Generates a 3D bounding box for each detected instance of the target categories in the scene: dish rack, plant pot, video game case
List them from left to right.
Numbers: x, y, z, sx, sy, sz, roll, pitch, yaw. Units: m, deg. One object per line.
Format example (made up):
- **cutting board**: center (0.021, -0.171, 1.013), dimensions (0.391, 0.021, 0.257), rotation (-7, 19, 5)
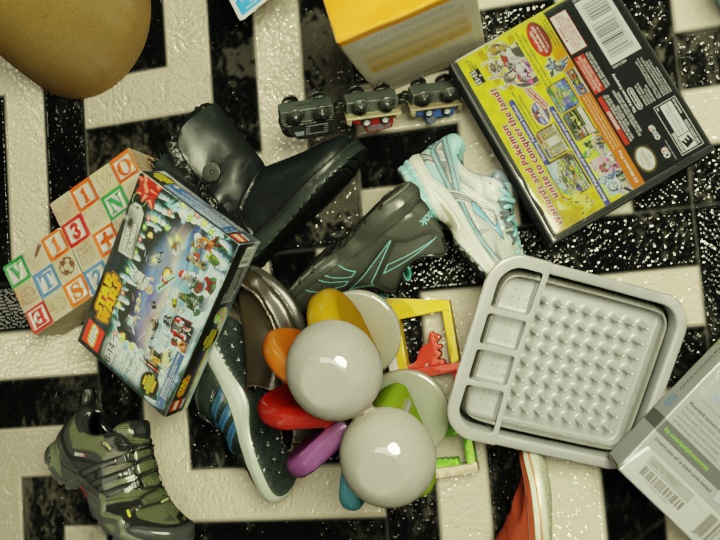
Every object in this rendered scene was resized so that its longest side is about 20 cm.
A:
- **plant pot**: center (-0.353, -0.301, 0.819), dimensions (0.182, 0.200, 0.191), rotation (-1, 88, 14)
- **dish rack**: center (0.184, 0.082, 0.708), dimensions (0.195, 0.044, 0.176), rotation (14, 101, -9)
- **video game case**: center (0.209, -0.155, 0.743), dimensions (0.178, 0.026, 0.203), rotation (-29, 81, -2)

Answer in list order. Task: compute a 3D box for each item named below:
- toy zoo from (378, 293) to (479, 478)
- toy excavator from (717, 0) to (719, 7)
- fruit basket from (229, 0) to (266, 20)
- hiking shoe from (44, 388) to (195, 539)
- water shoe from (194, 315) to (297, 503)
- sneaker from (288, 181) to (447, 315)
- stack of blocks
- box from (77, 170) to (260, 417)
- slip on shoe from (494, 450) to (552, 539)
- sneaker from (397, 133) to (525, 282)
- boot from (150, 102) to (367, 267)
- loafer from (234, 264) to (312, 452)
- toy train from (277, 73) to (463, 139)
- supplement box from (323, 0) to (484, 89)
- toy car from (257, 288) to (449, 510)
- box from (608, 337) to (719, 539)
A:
- **toy zoo**: center (0.042, 0.111, 0.791), dimensions (0.128, 0.020, 0.205), rotation (-10, 85, 13)
- **toy excavator**: center (0.347, -0.299, 0.707), dimensions (0.195, 0.100, 0.200), rotation (2, 86, 23)
- **fruit basket**: center (-0.093, -0.385, 0.800), dimensions (0.183, 0.094, 0.203), rotation (-32, 61, 10)
- **hiking shoe**: center (-0.249, 0.216, 0.829), dimensions (0.198, 0.076, 0.102), rotation (32, 98, 14)
- **water shoe**: center (-0.127, 0.148, 0.818), dimensions (0.078, 0.071, 0.204), rotation (-27, 81, 39)
- **sneaker**: center (0.000, 0.000, 0.764), dimensions (0.079, 0.076, 0.199), rotation (47, 124, -8)
- **stack of blocks**: center (-0.296, -0.029, 0.862), dimensions (0.198, 0.058, 0.117), rotation (-32, 80, 10)
- **box**: center (-0.196, 0.023, 0.774), dimensions (0.136, 0.040, 0.203), rotation (33, 109, 20)
- **slip on shoe**: center (0.151, 0.266, 0.732), dimensions (0.060, 0.074, 0.205), rotation (4, 93, 17)
- **sneaker**: center (0.124, -0.050, 0.752), dimensions (0.086, 0.078, 0.201), rotation (-40, 79, 5)
- **boot**: center (-0.112, -0.116, 0.811), dimensions (0.200, 0.076, 0.169), rotation (-42, 82, 15)
- **loafer**: center (-0.084, 0.091, 0.772), dimensions (0.071, 0.073, 0.203), rotation (-28, 91, -31)
- **toy train**: center (0.014, -0.160, 0.771), dimensions (0.195, 0.046, 0.035), rotation (-11, 49, -11)
- **supplement box**: center (0.044, -0.239, 0.717), dimensions (0.124, 0.200, 0.075), rotation (-20, 86, 11)
- **toy car**: center (-0.015, 0.126, 0.696), dimensions (0.148, 0.175, 0.202), rotation (-32, 92, 15)
- **box**: center (0.346, 0.150, 0.686), dimensions (0.155, 0.041, 0.201), rotation (41, 98, -2)
